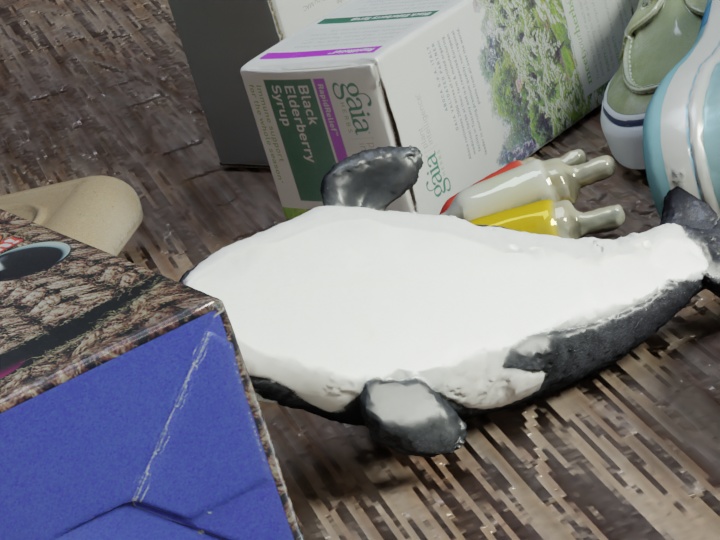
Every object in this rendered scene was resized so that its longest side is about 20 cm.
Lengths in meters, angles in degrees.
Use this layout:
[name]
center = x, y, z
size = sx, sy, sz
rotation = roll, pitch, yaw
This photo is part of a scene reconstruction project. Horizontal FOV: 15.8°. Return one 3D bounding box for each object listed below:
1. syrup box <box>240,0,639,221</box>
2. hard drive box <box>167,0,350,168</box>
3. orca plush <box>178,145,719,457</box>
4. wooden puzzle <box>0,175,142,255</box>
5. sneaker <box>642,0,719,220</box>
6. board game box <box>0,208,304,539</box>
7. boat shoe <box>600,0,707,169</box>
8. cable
[syrup box]
center = 0.045, -0.091, 1.128
size = 0.081, 0.079, 0.200
rotation = 2, 27, 42
[hard drive box]
center = -0.019, -0.169, 1.212
size = 0.077, 0.201, 0.156
rotation = 3, 27, 46
[orca plush]
center = 0.028, 0.012, 0.879
size = 0.199, 0.106, 0.071
rotation = -22, -15, -24
[wooden puzzle]
center = -0.205, 0.023, 1.093
size = 0.199, 0.047, 0.185
rotation = -7, 22, 15
[sneaker]
center = 0.194, -0.078, 0.973
size = 0.130, 0.080, 0.200
rotation = -8, 31, 30
[board game box]
center = -0.139, 0.065, 0.834
size = 0.159, 0.097, 0.200
rotation = -26, 21, -24
[boat shoe]
center = 0.139, -0.103, 1.103
size = 0.072, 0.062, 0.200
rotation = -10, 22, 19
[cable]
center = 0.000, 0.000, 0.960
size = 0.199, 0.051, 0.097
rotation = -17, 18, -1
